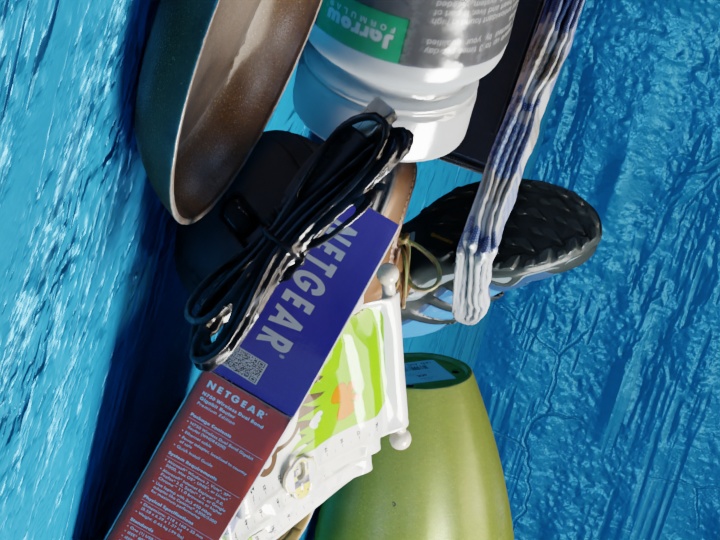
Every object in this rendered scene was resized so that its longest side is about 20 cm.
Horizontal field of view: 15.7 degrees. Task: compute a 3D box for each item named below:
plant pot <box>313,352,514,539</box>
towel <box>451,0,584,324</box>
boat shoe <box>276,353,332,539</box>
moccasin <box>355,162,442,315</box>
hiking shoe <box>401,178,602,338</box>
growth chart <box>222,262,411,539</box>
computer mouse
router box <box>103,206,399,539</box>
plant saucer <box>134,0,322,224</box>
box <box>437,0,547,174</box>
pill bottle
[{"bbox_3d":[0.047,0.180,2.263,0.187,0.187,0.201,-55,147,-68],"label":"plant pot"},{"bbox_3d":[0.097,-0.073,1.592,0.147,0.024,0.200,91,18,-71],"label":"towel"},{"bbox_3d":[-0.044,0.084,1.576,0.069,0.071,0.200,-54,160,-68],"label":"boat shoe"},{"bbox_3d":[0.001,0.001,1.610,0.078,0.074,0.202,-11,131,-30],"label":"moccasin"},{"bbox_3d":[0.063,-0.005,1.711,0.087,0.199,0.075,61,18,-62],"label":"hiking shoe"},{"bbox_3d":[-0.036,0.093,1.506,0.200,0.018,0.145,-39,133,-34],"label":"growth chart"},{"bbox_3d":[-0.045,-0.029,1.192,0.139,0.053,0.200,-49,-172,0],"label":"computer mouse"},{"bbox_3d":[-0.063,0.074,1.303,0.180,0.049,0.200,-59,-179,31],"label":"router box"},{"bbox_3d":[-0.049,-0.117,1.101,0.200,0.032,0.201,22,90,-82],"label":"plant saucer"},{"bbox_3d":[0.065,-0.147,1.686,0.200,0.107,0.149,12,98,-84],"label":"box"},{"bbox_3d":[0.030,-0.163,1.322,0.113,0.113,0.200,-62,167,-56],"label":"pill bottle"}]
